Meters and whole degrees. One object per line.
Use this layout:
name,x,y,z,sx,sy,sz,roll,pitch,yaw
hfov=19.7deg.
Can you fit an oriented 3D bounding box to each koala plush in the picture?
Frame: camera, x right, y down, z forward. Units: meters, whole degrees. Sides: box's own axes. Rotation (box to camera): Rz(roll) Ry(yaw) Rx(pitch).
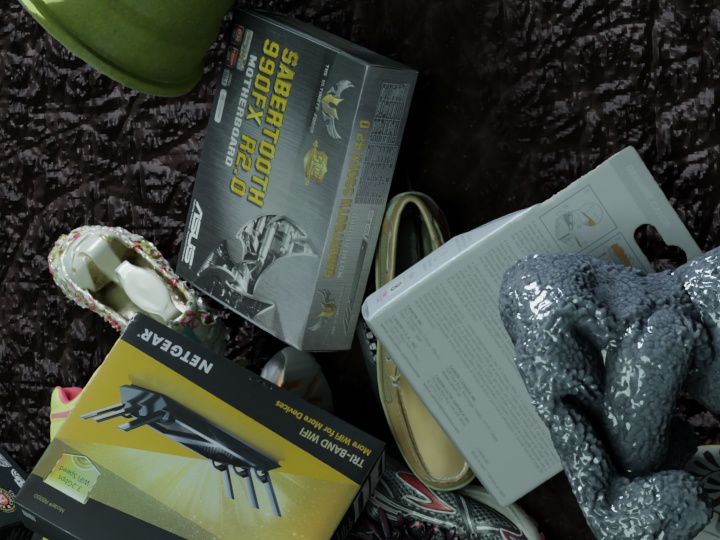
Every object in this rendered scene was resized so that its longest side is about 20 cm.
koala plush,0.200,0.043,1.220,0.199,0.177,0.185,-26,97,10

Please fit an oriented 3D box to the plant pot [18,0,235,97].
plant pot,-0.124,-0.250,1.380,0.184,0.200,0.201,-41,75,24

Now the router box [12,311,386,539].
router box,-0.105,0.142,1.381,0.199,0.052,0.158,26,68,13

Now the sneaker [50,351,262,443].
sneaker,-0.160,0.094,1.541,0.199,0.078,0.091,-22,70,26

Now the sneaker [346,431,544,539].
sneaker,0.037,0.179,1.423,0.199,0.074,0.081,22,107,28

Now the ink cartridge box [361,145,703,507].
ink cartridge box,0.126,0.034,1.324,0.199,0.057,0.163,-35,106,4

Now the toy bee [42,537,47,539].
toy bee,-0.142,0.191,1.447,0.130,0.109,0.201,-34,103,7

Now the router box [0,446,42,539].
router box,-0.354,0.158,1.628,0.200,0.149,0.062,42,116,21

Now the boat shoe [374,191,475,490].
boat shoe,0.042,0.048,1.384,0.071,0.076,0.202,-12,86,-1

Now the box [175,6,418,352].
box,-0.047,-0.064,1.429,0.158,0.048,0.202,30,111,47

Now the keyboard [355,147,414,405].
keyboard,0.000,0.000,1.444,0.103,0.040,0.202,-19,85,32

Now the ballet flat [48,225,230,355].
ballet flat,-0.168,0.007,1.519,0.199,0.064,0.076,31,72,38

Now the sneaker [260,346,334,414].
sneaker,-0.079,0.144,1.495,0.077,0.078,0.202,28,111,34

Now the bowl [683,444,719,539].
bowl,0.216,0.217,1.302,0.199,0.094,0.203,5,100,32
